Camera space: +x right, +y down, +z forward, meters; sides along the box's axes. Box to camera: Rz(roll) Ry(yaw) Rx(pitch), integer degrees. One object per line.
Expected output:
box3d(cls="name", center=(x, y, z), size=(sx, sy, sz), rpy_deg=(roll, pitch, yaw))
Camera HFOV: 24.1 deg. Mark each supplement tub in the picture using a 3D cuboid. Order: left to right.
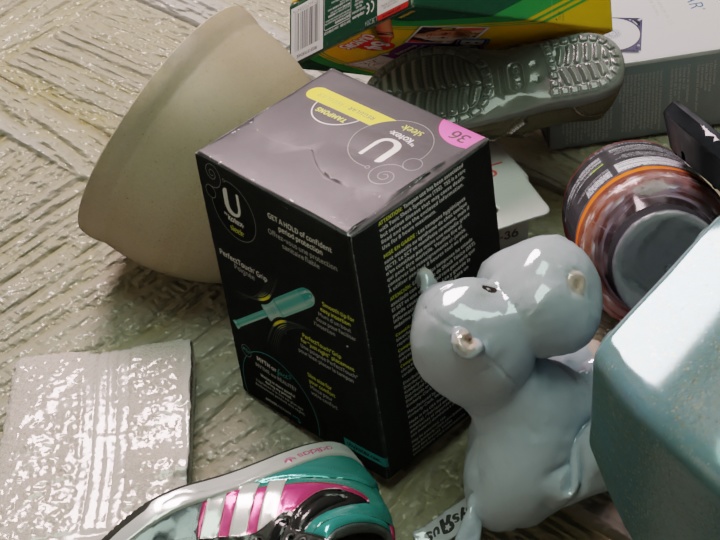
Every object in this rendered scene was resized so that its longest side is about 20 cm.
box3d(cls="supplement tub", center=(0.192, -0.022, 1.121), size=(0.106, 0.108, 0.200), rpy_deg=(-3, 13, 3))

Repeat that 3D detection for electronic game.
box3d(cls="electronic game", center=(0.274, -0.042, 1.081), size=(0.042, 0.199, 0.200), rpy_deg=(-51, 45, 10))

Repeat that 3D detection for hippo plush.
box3d(cls="hippo plush", center=(0.087, 0.060, 1.024), size=(0.199, 0.162, 0.159), rpy_deg=(-29, 21, -2))

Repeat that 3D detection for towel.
box3d(cls="towel", center=(-0.176, 0.121, 1.112), size=(0.131, 0.035, 0.201), rpy_deg=(-5, 40, 0))

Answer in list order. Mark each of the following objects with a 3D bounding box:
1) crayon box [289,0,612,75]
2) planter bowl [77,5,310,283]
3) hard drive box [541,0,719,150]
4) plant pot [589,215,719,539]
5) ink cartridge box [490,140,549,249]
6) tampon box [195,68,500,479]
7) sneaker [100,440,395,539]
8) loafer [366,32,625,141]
box3d(cls="crayon box", center=(0.064, -0.192, 1.278), size=(0.171, 0.059, 0.199), rpy_deg=(3, -7, -27))
box3d(cls="planter bowl", center=(-0.092, -0.070, 1.225), size=(0.134, 0.201, 0.200), rpy_deg=(36, 50, 5))
box3d(cls="hard drive box", center=(0.233, -0.187, 1.387), size=(0.197, 0.077, 0.157), rpy_deg=(-9, 41, -4))
box3d(cls="plant pot", center=(0.229, 0.086, 0.882), size=(0.199, 0.197, 0.196), rpy_deg=(37, 69, 24))
box3d(cls="ink cartridge box", center=(0.050, -0.060, 1.268), size=(0.115, 0.068, 0.200), rpy_deg=(-17, 41, -15))
box3d(cls="tampon box", center=(0.000, 0.000, 1.095), size=(0.126, 0.202, 0.149), rpy_deg=(-35, 44, -30))
box3d(cls="sneaker", center=(-0.060, 0.182, 0.995), size=(0.198, 0.084, 0.121), rpy_deg=(-23, 34, -21))
box3d(cls="loafer", center=(0.098, -0.122, 1.245), size=(0.197, 0.070, 0.076), rpy_deg=(-4, 62, 13))
